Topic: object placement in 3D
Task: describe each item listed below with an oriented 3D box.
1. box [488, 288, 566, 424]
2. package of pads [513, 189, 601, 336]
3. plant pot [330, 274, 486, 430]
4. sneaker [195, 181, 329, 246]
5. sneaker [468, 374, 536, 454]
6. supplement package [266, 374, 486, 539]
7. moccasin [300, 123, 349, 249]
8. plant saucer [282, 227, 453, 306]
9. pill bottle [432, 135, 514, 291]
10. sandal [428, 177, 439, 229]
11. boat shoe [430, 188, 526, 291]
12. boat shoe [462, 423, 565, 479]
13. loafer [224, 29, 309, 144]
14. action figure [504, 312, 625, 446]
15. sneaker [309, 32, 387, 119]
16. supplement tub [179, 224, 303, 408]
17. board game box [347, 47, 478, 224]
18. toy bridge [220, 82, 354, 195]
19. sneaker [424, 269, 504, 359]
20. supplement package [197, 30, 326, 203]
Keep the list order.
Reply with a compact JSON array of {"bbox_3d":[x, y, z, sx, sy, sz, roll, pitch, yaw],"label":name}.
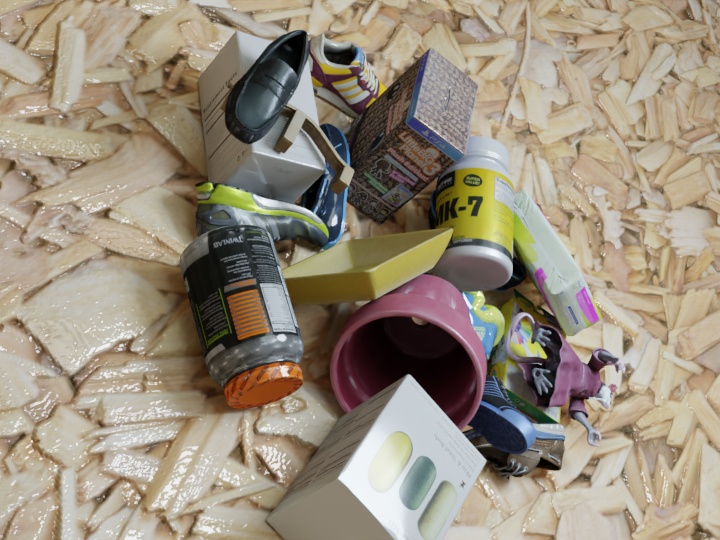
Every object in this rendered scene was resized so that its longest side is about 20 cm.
[{"bbox_3d":[0.255,0.132,1.813,0.117,0.048,0.202,33,47,-20],"label":"box"},{"bbox_3d":[0.292,-0.010,1.849,0.155,0.068,0.201,53,8,-52],"label":"package of pads"},{"bbox_3d":[0.074,0.101,1.575,0.200,0.200,0.179,43,27,-10],"label":"plant pot"},{"bbox_3d":[-0.134,-0.057,1.571,0.198,0.074,0.082,15,87,-27],"label":"sneaker"},{"bbox_3d":[0.178,0.181,1.600,0.077,0.199,0.071,-30,119,-25],"label":"sneaker"},{"bbox_3d":[0.023,0.264,1.430,0.152,0.150,0.200,47,42,-6],"label":"supplement package"},{"bbox_3d":[-0.057,-0.130,1.685,0.068,0.080,0.202,17,51,-28],"label":"moccasin"},{"bbox_3d":[0.000,0.000,1.582,0.199,0.198,0.049,-26,106,-48],"label":"plant saucer"},{"bbox_3d":[0.163,-0.082,1.700,0.113,0.114,0.202,23,57,-29],"label":"pill bottle"},{"bbox_3d":[0.131,-0.083,1.853,0.075,0.048,0.202,32,58,-30],"label":"sandal"},{"bbox_3d":[0.187,-0.058,1.816,0.200,0.068,0.085,45,53,-24],"label":"boat shoe"},{"bbox_3d":[0.219,0.254,1.677,0.198,0.072,0.073,4,70,-34],"label":"boat shoe"},{"bbox_3d":[-0.115,-0.236,1.493,0.068,0.070,0.202,35,45,-12],"label":"loafer"},{"bbox_3d":[0.308,0.164,1.759,0.199,0.135,0.148,23,5,-46],"label":"action figure"},{"bbox_3d":[-0.007,-0.296,1.836,0.198,0.090,0.076,19,51,-32],"label":"sneaker"},{"bbox_3d":[-0.141,0.057,1.447,0.122,0.122,0.202,2,62,-41],"label":"supplement tub"},{"bbox_3d":[0.067,-0.196,1.751,0.096,0.200,0.161,33,44,-20],"label":"board game box"},{"bbox_3d":[-0.091,-0.182,1.546,0.199,0.027,0.068,36,44,-14],"label":"toy bridge"},{"bbox_3d":[0.132,0.059,1.730,0.199,0.076,0.106,36,44,-19],"label":"sneaker"},{"bbox_3d":[-0.138,-0.202,1.628,0.120,0.120,0.202,11,56,-34],"label":"supplement package"}]
